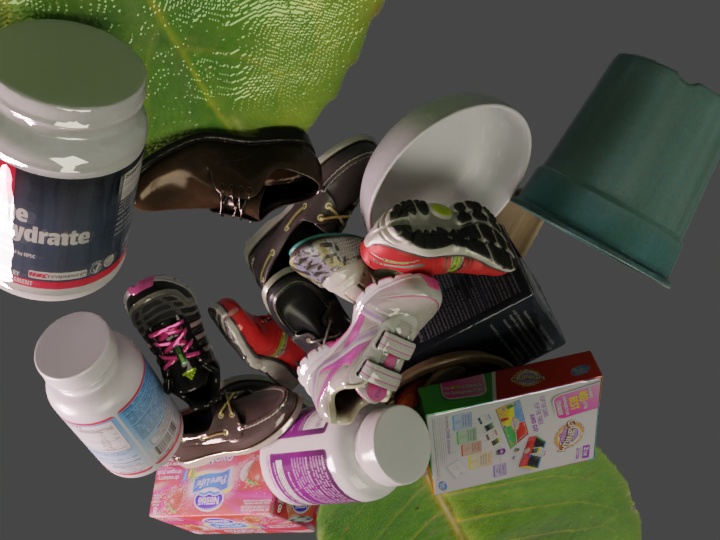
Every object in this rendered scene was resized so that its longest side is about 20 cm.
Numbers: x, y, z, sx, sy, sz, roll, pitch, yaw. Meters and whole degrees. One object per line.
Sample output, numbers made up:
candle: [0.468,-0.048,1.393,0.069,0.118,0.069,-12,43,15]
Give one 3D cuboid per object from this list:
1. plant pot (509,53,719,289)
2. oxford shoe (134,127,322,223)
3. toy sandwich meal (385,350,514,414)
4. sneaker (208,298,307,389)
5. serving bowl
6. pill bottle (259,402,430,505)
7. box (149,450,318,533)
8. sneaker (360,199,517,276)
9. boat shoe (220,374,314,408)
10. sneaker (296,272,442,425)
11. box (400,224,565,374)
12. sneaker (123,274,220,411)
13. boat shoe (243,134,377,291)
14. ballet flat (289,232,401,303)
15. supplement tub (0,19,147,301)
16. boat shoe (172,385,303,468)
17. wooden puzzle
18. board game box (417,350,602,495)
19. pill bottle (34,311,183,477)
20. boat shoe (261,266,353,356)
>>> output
plant pot: [0.297,-0.114,1.071,0.199,0.200,0.198,22,100,-44]
oxford shoe: [-0.129,-0.085,0.944,0.198,0.085,0.073,-13,141,-16]
toy sandwich meal: [0.111,0.171,1.163,0.202,0.071,0.206,-13,144,-9]
sneaker: [-0.104,0.066,1.131,0.085,0.077,0.200,-44,150,1]
serving bowl: [0.079,-0.106,1.025,0.198,0.066,0.201,-23,142,-19]
pill bottle: [-0.017,0.203,1.100,0.111,0.114,0.199,10,162,-38]
box: [-0.157,0.275,1.240,0.198,0.097,0.100,-9,150,30]
sneaker: [0.080,-0.025,1.018,0.198,0.078,0.085,9,145,-40]
boat shoe: [-0.108,0.191,1.260,0.072,0.061,0.201,-39,140,18]
sneaker: [0.019,0.087,1.010,0.081,0.089,0.200,19,123,-36]
box: [0.122,0.063,1.180,0.198,0.108,0.148,-28,144,11]
sneaker: [-0.198,0.086,1.083,0.073,0.088,0.201,-23,141,-6]
boat shoe: [-0.044,-0.055,1.044,0.071,0.061,0.201,22,119,-44]
ballet flat: [0.000,0.000,1.049,0.072,0.072,0.200,-47,158,21]
supplement tub: [-0.254,-0.088,0.818,0.139,0.141,0.201,-4,135,-27]
boat shoe: [-0.156,0.175,1.150,0.198,0.072,0.060,-23,123,31]
wooden puzzle: [0.111,-0.031,1.189,0.198,0.037,0.186,1,133,-26]
board game box: [0.169,0.175,1.112,0.197,0.041,0.154,-11,133,-4]
pill bottle: [-0.275,0.136,1.074,0.108,0.109,0.201,-24,141,-6]
boat shoe: [-0.040,0.063,1.078,0.072,0.068,0.200,-41,139,-4]
